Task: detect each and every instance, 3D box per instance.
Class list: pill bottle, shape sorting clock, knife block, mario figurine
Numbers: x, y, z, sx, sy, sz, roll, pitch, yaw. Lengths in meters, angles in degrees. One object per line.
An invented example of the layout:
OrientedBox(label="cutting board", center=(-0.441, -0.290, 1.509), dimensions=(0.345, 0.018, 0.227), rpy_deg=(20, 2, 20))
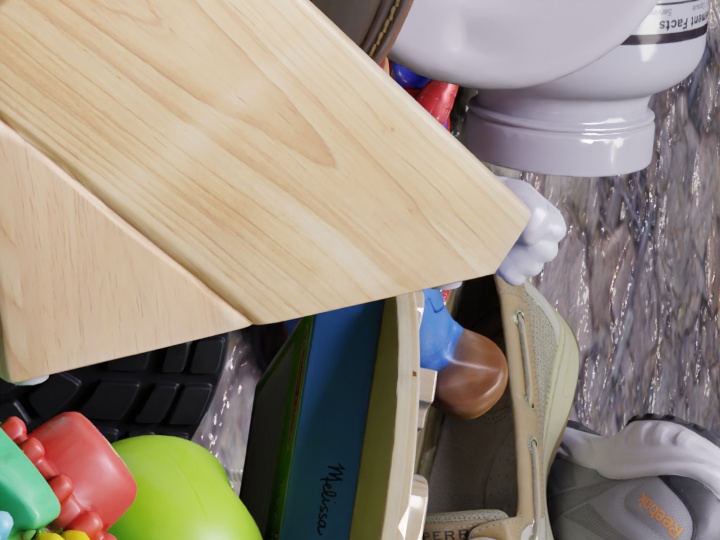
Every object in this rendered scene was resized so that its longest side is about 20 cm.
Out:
OrientedBox(label="pill bottle", center=(0.086, -0.144, 0.987), dimensions=(0.112, 0.112, 0.201), rpy_deg=(-32, 128, -63))
OrientedBox(label="pill bottle", center=(0.032, -0.131, 0.790), dimensions=(0.200, 0.113, 0.114), rpy_deg=(-108, -167, -73))
OrientedBox(label="shape sorting clock", center=(-0.013, 0.088, 0.713), dimensions=(0.200, 0.039, 0.201), rpy_deg=(-169, -90, -83))
OrientedBox(label="knife block", center=(-0.060, -0.071, 0.591), dimensions=(0.199, 0.064, 0.176), rpy_deg=(-12, 110, -28))
OrientedBox(label="mario figurine", center=(0.000, 0.000, 0.821), dimensions=(0.200, 0.106, 0.124), rpy_deg=(69, 34, -47))

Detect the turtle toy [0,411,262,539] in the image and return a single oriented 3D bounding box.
OrientedBox(label="turtle toy", center=(-0.094, 0.086, 0.603), dimensions=(0.200, 0.101, 0.146), rpy_deg=(-23, 114, -67))

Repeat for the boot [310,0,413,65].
OrientedBox(label="boot", center=(-0.033, -0.122, 0.612), dimensions=(0.097, 0.075, 0.201), rpy_deg=(-31, 135, -38))

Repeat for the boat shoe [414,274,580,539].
OrientedBox(label="boat shoe", center=(0.042, 0.087, 0.982), dimensions=(0.063, 0.073, 0.201), rpy_deg=(51, 44, -44))

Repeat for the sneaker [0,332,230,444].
OrientedBox(label="sneaker", center=(-0.066, -0.035, 0.700), dimensions=(0.088, 0.075, 0.201), rpy_deg=(-71, 166, -71))

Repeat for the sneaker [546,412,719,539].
OrientedBox(label="sneaker", center=(0.098, 0.109, 1.026), dimensions=(0.080, 0.074, 0.200), rpy_deg=(-62, -167, -16))

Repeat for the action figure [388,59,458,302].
OrientedBox(label="action figure", center=(0.024, -0.084, 0.928), dimensions=(0.065, 0.051, 0.201), rpy_deg=(-166, -100, -78))
